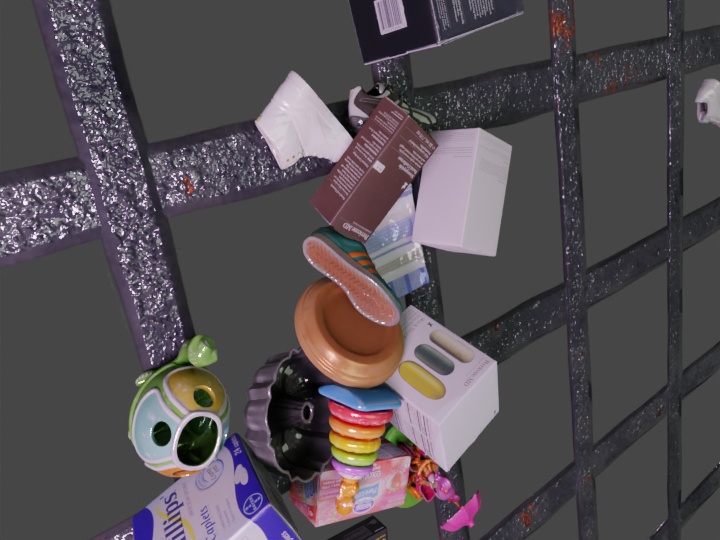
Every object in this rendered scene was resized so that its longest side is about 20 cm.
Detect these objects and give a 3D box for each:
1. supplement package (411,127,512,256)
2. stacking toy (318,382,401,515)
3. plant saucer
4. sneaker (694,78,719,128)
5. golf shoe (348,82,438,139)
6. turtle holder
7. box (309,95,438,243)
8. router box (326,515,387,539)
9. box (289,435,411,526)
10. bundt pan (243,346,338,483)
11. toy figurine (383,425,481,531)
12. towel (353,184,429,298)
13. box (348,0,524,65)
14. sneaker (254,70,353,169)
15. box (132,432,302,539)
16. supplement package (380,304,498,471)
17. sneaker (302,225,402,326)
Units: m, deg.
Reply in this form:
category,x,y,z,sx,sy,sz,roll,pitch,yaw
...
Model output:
category,x,y,z,sx,sy,sz,roll,pitch,yaw
supplement package,0.184,-0.140,1.028,0.119,0.118,0.207,10,89,-45
stacking toy,-0.010,0.286,0.895,0.108,0.114,0.207,8,89,-44
plant saucer,-0.011,0.089,0.918,0.195,0.038,0.204,18,48,-20
sneaker,1.015,-0.453,1.627,0.199,0.075,0.089,37,90,-28
golf shoe,0.059,-0.272,0.956,0.197,0.077,0.098,-14,94,-43
turtle holder,-0.237,0.196,0.793,0.141,0.130,0.188,45,73,-32
box,0.021,-0.153,0.885,0.201,0.075,0.099,-52,142,13
router box,-0.036,0.582,1.058,0.196,0.052,0.163,-13,106,-33
box,-0.017,0.367,1.002,0.195,0.102,0.098,3,97,-37
bundt pan,-0.112,0.224,0.890,0.200,0.074,0.209,21,66,-58
toy figurine,0.145,0.404,1.075,0.149,0.182,0.204,-38,118,-23
towel,0.056,-0.043,1.028,0.144,0.024,0.206,-24,112,-29
box,0.116,-0.425,0.891,0.194,0.198,0.127,-28,113,-28
sneaker,-0.080,-0.196,0.883,0.116,0.074,0.200,-48,129,0
box,-0.206,0.372,0.799,0.198,0.183,0.106,-38,119,-12
supplement package,0.119,0.200,0.986,0.151,0.198,0.153,-39,138,-23
sneaker,0.000,0.000,0.920,0.199,0.072,0.080,44,41,1
